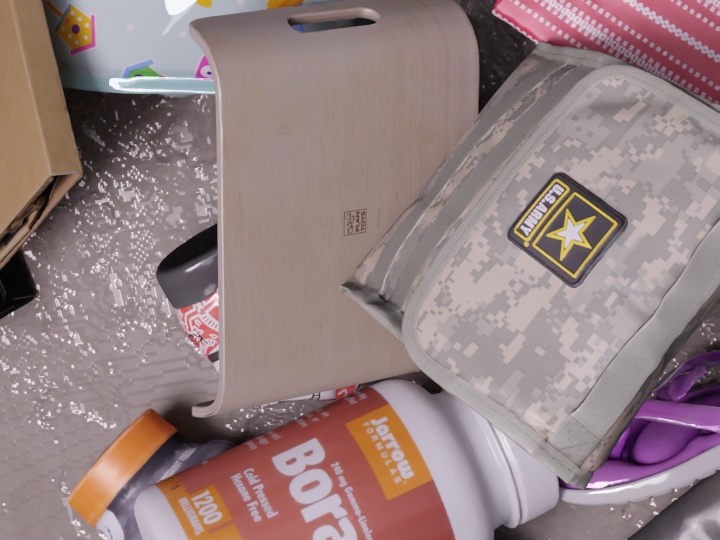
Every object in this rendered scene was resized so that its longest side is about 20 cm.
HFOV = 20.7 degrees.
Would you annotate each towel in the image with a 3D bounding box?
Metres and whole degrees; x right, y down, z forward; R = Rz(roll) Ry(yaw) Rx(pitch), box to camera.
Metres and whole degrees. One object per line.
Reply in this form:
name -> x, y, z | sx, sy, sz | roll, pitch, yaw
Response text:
towel -> 0.174, -0.173, 0.956 | 0.144, 0.022, 0.200 | 34, 101, 6

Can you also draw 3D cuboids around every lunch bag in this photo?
lunch bag -> -0.093, -0.176, 1.023 | 0.199, 0.122, 0.171 | 4, 104, 8
lunch bag -> 0.095, -0.006, 0.879 | 0.117, 0.200, 0.164 | 39, 89, -19

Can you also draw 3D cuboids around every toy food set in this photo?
toy food set -> -0.018, -0.032, 0.976 | 0.143, 0.060, 0.201 | -10, 111, -29

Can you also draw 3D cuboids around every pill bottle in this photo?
pill bottle -> -0.005, 0.124, 1.004 | 0.199, 0.112, 0.113 | -24, 96, -13
pill bottle -> -0.068, 0.168, 1.098 | 0.200, 0.106, 0.106 | 41, 108, 2

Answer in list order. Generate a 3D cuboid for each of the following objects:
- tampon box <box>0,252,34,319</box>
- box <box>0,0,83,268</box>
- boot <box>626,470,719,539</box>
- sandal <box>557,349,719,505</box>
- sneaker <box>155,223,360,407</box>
tampon box -> -0.316, -0.006, 1.111 | 0.199, 0.126, 0.151 | -20, 96, 17
box -> -0.198, -0.114, 1.027 | 0.163, 0.021, 0.201 | -36, 65, 58
boot -> 0.145, 0.153, 1.058 | 0.182, 0.073, 0.200 | 43, 117, -13
sandal -> 0.187, 0.065, 1.026 | 0.202, 0.083, 0.050 | -19, 110, 5
sneaker -> 0.000, 0.000, 1.070 | 0.201, 0.067, 0.108 | -26, 108, 10
